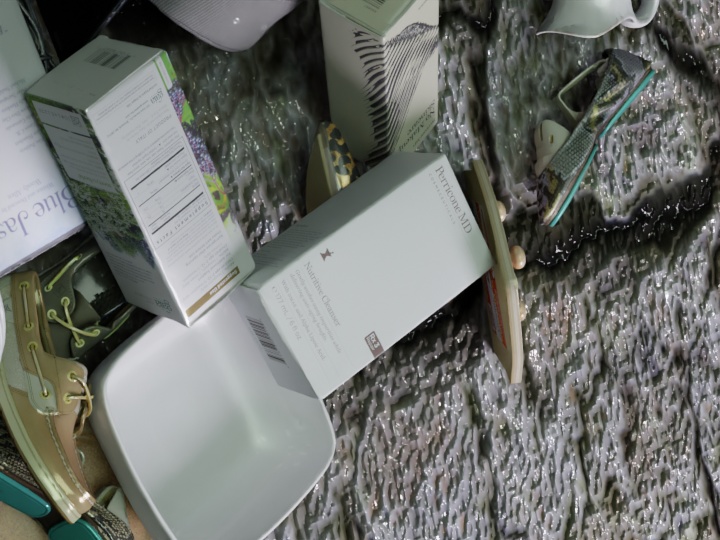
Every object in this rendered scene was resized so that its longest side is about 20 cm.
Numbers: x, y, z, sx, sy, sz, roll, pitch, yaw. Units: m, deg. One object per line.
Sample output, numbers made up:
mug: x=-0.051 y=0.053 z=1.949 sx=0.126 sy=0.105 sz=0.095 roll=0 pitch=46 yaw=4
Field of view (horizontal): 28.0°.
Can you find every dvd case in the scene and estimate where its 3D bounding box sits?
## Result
dvd case: x=-0.275 y=-0.087 z=1.020 sx=0.142 sy=0.017 sz=0.201 roll=-34 pitch=128 yaw=-25

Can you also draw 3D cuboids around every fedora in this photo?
fedora: x=-0.108 y=-0.238 z=1.166 sx=0.199 sy=0.176 sz=0.091 roll=-13 pitch=137 yaw=-58

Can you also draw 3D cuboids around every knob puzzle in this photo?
knob puzzle: x=0.128 y=0.000 z=1.264 sx=0.030 sy=0.220 sz=0.222 roll=-10 pitch=97 yaw=0

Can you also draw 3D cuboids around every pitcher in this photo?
pitcher: x=0.236 y=-0.328 z=1.371 sx=0.171 sy=0.120 sz=0.202 roll=-15 pitch=110 yaw=-49

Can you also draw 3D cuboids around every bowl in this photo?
bowl: x=-0.129 y=0.123 z=1.169 sx=0.200 sy=0.074 sz=0.201 roll=-40 pitch=111 yaw=-43

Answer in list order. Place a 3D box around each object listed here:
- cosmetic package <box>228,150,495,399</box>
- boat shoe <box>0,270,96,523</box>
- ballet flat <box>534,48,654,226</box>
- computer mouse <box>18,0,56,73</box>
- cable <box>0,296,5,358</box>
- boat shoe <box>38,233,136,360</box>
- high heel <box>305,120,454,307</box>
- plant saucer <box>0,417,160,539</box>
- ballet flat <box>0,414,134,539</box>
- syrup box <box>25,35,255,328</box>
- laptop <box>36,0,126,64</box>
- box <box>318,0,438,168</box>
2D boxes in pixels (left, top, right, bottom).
cosmetic package: x=0.000 y=0.000 z=1.171 sx=0.199 sy=0.081 sz=0.113 roll=-38 pitch=112 yaw=-20
boat shoe: x=-0.231 y=0.085 z=1.055 sx=0.066 sy=0.074 sz=0.201 roll=-25 pitch=71 yaw=-9
ballet flat: x=0.206 y=-0.134 z=1.384 sx=0.072 sy=0.072 sz=0.201 roll=42 pitch=72 yaw=-23
computer mouse: x=-0.305 y=-0.130 z=1.038 sx=0.199 sy=0.053 sz=0.140 roll=-26 pitch=91 yaw=-26
cable: x=-0.346 y=0.031 z=0.994 sx=0.069 sy=0.198 sz=0.202 roll=-62 pitch=137 yaw=-61
boat shoe: x=-0.222 y=0.024 z=1.143 sx=0.202 sy=0.060 sz=0.072 roll=-47 pitch=111 yaw=-20
high heel: x=0.029 y=-0.051 z=1.272 sx=0.142 sy=0.071 sz=0.202 roll=-21 pitch=114 yaw=-24
plant saucer: x=-0.234 y=0.200 z=1.155 sx=0.198 sy=0.035 sz=0.203 roll=-1 pitch=91 yaw=-30
ballet flat: x=-0.226 y=0.174 z=1.108 sx=0.200 sy=0.068 sz=0.076 roll=47 pitch=45 yaw=-20
syrup box: x=-0.159 y=-0.063 z=1.066 sx=0.081 sy=0.078 sz=0.201 roll=-43 pitch=131 yaw=-28
laptop: x=-0.164 y=-0.283 z=1.076 sx=0.115 sy=0.200 sz=0.189 roll=-9 pitch=69 yaw=-43
box: x=0.018 y=-0.171 z=1.198 sx=0.068 sy=0.201 sz=0.082 roll=32 pitch=68 yaw=19
